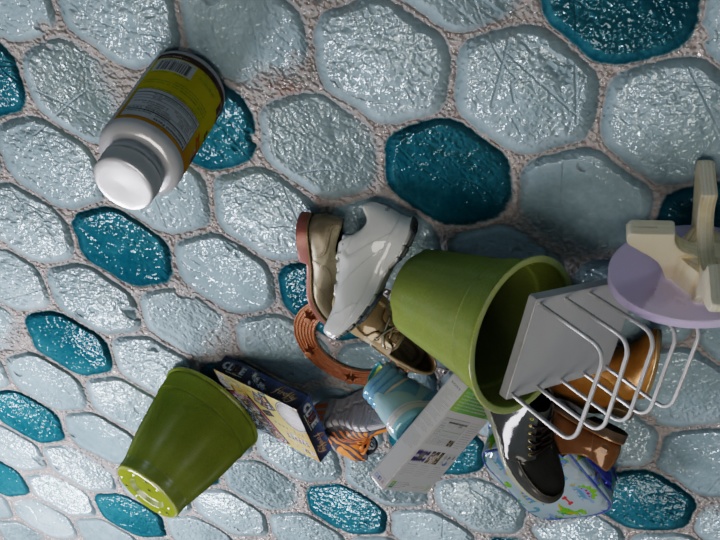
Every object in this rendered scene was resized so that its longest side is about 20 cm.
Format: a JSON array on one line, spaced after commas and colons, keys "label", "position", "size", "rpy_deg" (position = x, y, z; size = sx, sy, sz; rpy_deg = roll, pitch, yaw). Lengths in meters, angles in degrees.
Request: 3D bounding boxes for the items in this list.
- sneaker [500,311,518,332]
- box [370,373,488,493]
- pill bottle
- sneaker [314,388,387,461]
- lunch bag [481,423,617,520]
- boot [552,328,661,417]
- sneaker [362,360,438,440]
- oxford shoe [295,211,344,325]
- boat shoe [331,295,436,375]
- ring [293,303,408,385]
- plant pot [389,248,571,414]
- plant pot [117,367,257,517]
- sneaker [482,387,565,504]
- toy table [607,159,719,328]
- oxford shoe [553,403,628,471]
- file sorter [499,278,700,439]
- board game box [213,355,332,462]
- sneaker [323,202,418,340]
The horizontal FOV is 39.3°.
[{"label": "sneaker", "position": [0.239, 0.077, 1.369], "size": [0.090, 0.076, 0.198], "rpy_deg": [39, 136, -26]}, {"label": "box", "position": [0.117, 0.244, 1.490], "size": [0.201, 0.036, 0.144], "rpy_deg": [-50, 148, 11]}, {"label": "pill bottle", "position": [-0.247, -0.170, 1.233], "size": [0.107, 0.202, 0.110], "rpy_deg": [12, 138, 11]}, {"label": "sneaker", "position": [0.011, 0.259, 1.671], "size": [0.198, 0.078, 0.112], "rpy_deg": [-9, 135, 45]}, {"label": "lunch bag", "position": [0.299, 0.303, 1.572], "size": [0.159, 0.083, 0.200], "rpy_deg": [-20, 123, 39]}, {"label": "boot", "position": [0.327, 0.135, 1.394], "size": [0.141, 0.072, 0.203], "rpy_deg": [16, 142, 8]}, {"label": "sneaker", "position": [0.085, 0.189, 1.545], "size": [0.131, 0.198, 0.080], "rpy_deg": [46, 113, 33]}, {"label": "oxford shoe", "position": [-0.038, 0.005, 1.424], "size": [0.073, 0.071, 0.202], "rpy_deg": [1, 135, 15]}, {"label": "boat shoe", "position": [0.040, 0.084, 1.447], "size": [0.199, 0.072, 0.064], "rpy_deg": [38, 175, -35]}, {"label": "ring", "position": [-0.013, 0.117, 1.565], "size": [0.197, 0.019, 0.202], "rpy_deg": [13, 138, 12]}, {"label": "plant pot", "position": [0.140, 0.056, 1.301], "size": [0.188, 0.200, 0.202], "rpy_deg": [21, 147, 44]}, {"label": "plant pot", "position": [-0.310, 0.307, 1.730], "size": [0.198, 0.194, 0.202], "rpy_deg": [25, 144, 19]}, {"label": "sneaker", "position": [0.242, 0.233, 1.399], "size": [0.202, 0.074, 0.106], "rpy_deg": [62, 153, -2]}, {"label": "toy table", "position": [0.386, -0.016, 1.144], "size": [0.196, 0.187, 0.118], "rpy_deg": [-9, 150, 3]}, {"label": "oxford shoe", "position": [0.282, 0.225, 1.456], "size": [0.198, 0.072, 0.071], "rpy_deg": [26, -170, 35]}, {"label": "file sorter", "position": [0.292, 0.105, 1.218], "size": [0.124, 0.197, 0.141], "rpy_deg": [38, 125, 42]}, {"label": "board game box", "position": [-0.146, 0.229, 1.677], "size": [0.198, 0.035, 0.137], "rpy_deg": [20, 143, 37]}, {"label": "sneaker", "position": [0.000, 0.000, 1.360], "size": [0.086, 0.074, 0.202], "rpy_deg": [31, 99, 7]}]
